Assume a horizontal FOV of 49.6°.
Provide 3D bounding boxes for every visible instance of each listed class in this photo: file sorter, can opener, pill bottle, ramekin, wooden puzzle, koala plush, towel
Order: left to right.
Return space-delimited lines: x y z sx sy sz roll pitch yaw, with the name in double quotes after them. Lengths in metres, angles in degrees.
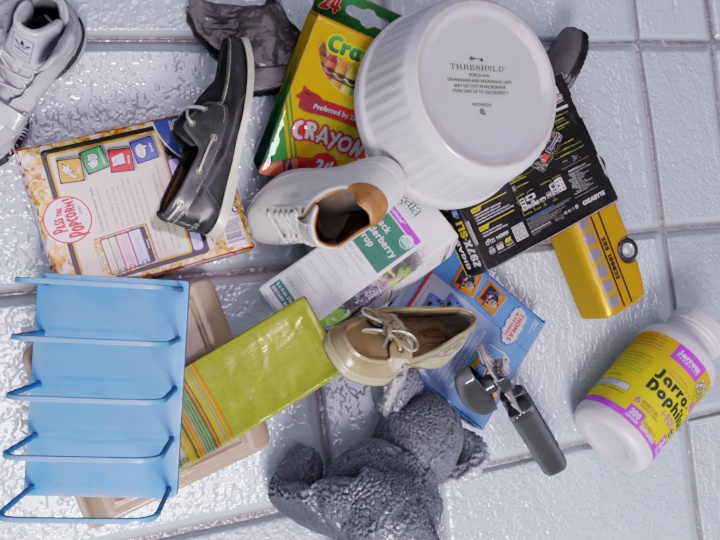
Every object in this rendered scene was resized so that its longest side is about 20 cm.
-0.226 0.105 0.673 0.137 0.123 0.203 3 87 -8 "file sorter"
-0.209 0.128 0.782 0.198 0.037 0.187 -22 93 -25 "wooden puzzle"
-0.117 0.111 0.748 0.198 0.018 0.087 -31 97 3 "towel"
0.042 0.206 0.802 0.178 0.183 0.200 48 59 -8 "koala plush"
0.100 -0.166 0.756 0.200 0.094 0.206 2 85 -24 "ramekin"
0.170 0.160 0.881 0.066 0.053 0.200 -33 120 12 "can opener"
0.357 0.137 0.946 0.200 0.104 0.105 -44 100 -18 "pill bottle"

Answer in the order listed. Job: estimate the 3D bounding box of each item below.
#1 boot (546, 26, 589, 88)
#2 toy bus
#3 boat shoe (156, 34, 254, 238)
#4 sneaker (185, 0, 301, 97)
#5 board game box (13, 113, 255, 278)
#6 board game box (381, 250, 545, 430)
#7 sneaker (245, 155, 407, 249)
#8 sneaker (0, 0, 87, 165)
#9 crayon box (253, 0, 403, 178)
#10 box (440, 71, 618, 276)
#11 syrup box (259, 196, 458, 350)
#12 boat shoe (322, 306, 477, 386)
0.185 -0.242 0.937 0.131 0.070 0.202 33 71 -9 "boot"
0.276 -0.049 0.953 0.078 0.065 0.202 -24 95 -18 "toy bus"
-0.146 -0.137 0.754 0.067 0.072 0.203 15 82 -24 "boat shoe"
-0.082 -0.248 0.841 0.197 0.060 0.106 -12 94 -17 "sneaker"
-0.223 -0.067 0.783 0.198 0.046 0.154 -17 91 -21 "board game box"
0.100 0.062 0.895 0.199 0.037 0.152 39 75 -12 "board game box"
-0.053 -0.055 0.762 0.073 0.198 0.085 56 42 -21 "sneaker"
-0.325 -0.179 0.718 0.075 0.115 0.201 35 75 -13 "sneaker"
-0.019 -0.180 0.813 0.125 0.051 0.202 16 108 -22 "crayon box"
0.171 -0.107 0.859 0.198 0.049 0.161 -27 91 -22 "box"
0.000 0.000 0.815 0.199 0.082 0.079 -36 78 -9 "syrup box"
0.042 0.063 0.777 0.199 0.063 0.074 -5 57 -52 "boat shoe"
